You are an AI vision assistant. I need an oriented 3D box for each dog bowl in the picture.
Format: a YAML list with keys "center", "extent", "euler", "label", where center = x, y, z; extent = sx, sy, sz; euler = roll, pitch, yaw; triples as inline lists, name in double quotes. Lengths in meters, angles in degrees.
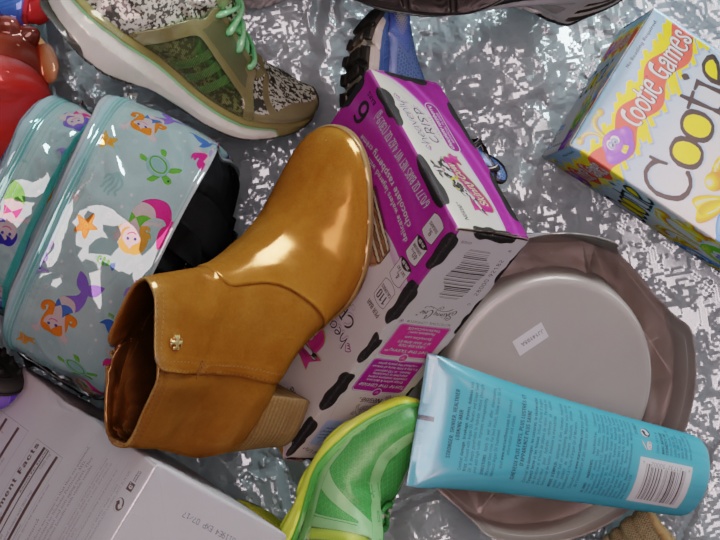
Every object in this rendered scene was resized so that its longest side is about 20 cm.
- center: [0.110, 0.068, 1.378]
  extent: [0.198, 0.059, 0.202]
  euler: [-5, 104, -18]
  label: "dog bowl"

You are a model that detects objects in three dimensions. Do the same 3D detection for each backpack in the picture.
- center: [-0.154, -0.017, 1.311]
  extent: [0.150, 0.200, 0.179]
  euler: [26, 87, -4]
  label: "backpack"

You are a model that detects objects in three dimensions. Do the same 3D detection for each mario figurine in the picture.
- center: [-0.223, -0.165, 1.383]
  extent: [0.106, 0.123, 0.202]
  euler: [13, 77, -46]
  label: "mario figurine"

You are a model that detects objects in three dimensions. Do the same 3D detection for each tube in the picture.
- center: [0.119, 0.107, 1.319]
  extent: [0.199, 0.050, 0.078]
  euler: [14, 75, -28]
  label: "tube"

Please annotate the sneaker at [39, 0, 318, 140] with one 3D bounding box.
- center: [-0.093, -0.146, 1.342]
  extent: [0.199, 0.077, 0.089]
  euler: [22, 117, -37]
  label: "sneaker"

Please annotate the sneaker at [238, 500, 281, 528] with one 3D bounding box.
- center: [-0.039, 0.237, 1.372]
  extent: [0.083, 0.074, 0.201]
  euler: [-29, 92, -9]
  label: "sneaker"

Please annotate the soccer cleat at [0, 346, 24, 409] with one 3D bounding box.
- center: [-0.289, 0.060, 1.336]
  extent: [0.199, 0.068, 0.074]
  euler: [18, 99, 27]
  label: "soccer cleat"

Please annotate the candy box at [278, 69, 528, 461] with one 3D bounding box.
- center: [0.000, 0.000, 1.313]
  extent: [0.061, 0.137, 0.201]
  euler: [7, 131, -38]
  label: "candy box"

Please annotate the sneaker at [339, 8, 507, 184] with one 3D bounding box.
- center: [0.042, -0.074, 1.400]
  extent: [0.088, 0.079, 0.202]
  euler: [-14, 98, -12]
  label: "sneaker"

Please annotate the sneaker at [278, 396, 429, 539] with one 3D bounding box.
- center: [-0.010, 0.168, 1.292]
  extent: [0.083, 0.074, 0.201]
  euler: [30, 86, 26]
  label: "sneaker"

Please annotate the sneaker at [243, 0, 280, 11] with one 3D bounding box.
- center: [-0.050, -0.255, 1.392]
  extent: [0.198, 0.079, 0.130]
  euler: [-29, 76, 10]
  label: "sneaker"

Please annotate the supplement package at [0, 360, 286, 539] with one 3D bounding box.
- center: [-0.158, 0.147, 1.296]
  extent: [0.113, 0.200, 0.110]
  euler: [34, 85, -38]
  label: "supplement package"

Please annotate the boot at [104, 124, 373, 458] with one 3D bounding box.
- center: [-0.069, 0.008, 1.225]
  extent: [0.070, 0.144, 0.203]
  euler: [16, 93, 38]
  label: "boot"

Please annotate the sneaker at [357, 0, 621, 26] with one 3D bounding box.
- center: [0.084, -0.180, 1.381]
  extent: [0.198, 0.115, 0.076]
  euler: [-3, 76, 4]
  label: "sneaker"

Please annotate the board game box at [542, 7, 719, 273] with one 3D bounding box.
- center: [0.232, -0.064, 1.395]
  extent: [0.199, 0.105, 0.103]
  euler: [33, 87, -3]
  label: "board game box"

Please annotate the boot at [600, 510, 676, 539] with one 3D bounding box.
- center: [0.178, 0.266, 1.387]
  extent: [0.155, 0.073, 0.201]
  euler: [-34, 86, 9]
  label: "boot"
